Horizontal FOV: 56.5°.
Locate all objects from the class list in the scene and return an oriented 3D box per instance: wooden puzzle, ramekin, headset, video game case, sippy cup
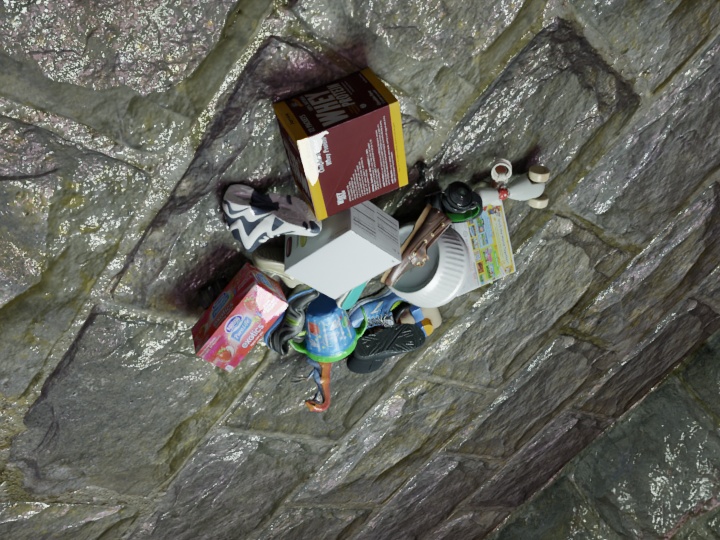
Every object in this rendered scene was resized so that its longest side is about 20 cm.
[{"bbox_3d":[0.127,0.146,1.824,0.199,0.046,0.186,-30,139,-3],"label":"wooden puzzle"},{"bbox_3d":[0.140,-0.018,1.538,0.200,0.201,0.105,-50,148,20],"label":"ramekin"},{"bbox_3d":[0.194,-0.170,1.521,0.123,0.095,0.199,-18,151,40],"label":"headset"},{"bbox_3d":[0.289,-0.060,1.659,0.181,0.023,0.202,-21,108,-17],"label":"video game case"},{"bbox_3d":[-0.082,0.129,1.621,0.178,0.139,0.131,-38,136,-33],"label":"sippy cup"}]

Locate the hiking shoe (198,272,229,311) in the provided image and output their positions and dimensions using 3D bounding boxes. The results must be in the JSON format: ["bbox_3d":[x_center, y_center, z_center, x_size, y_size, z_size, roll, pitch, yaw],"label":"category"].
[{"bbox_3d":[-0.259,0.077,1.491,0.101,0.076,0.200,-40,138,15],"label":"hiking shoe"}]

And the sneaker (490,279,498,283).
[{"bbox_3d":[0.278,-0.039,1.714,0.076,0.076,0.200,-49,118,-4],"label":"sneaker"}]

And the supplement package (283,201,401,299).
[{"bbox_3d":[-0.040,-0.050,1.409,0.199,0.112,0.155,-30,137,33],"label":"supplement package"}]

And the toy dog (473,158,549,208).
[{"bbox_3d":[0.357,-0.205,1.598,0.198,0.097,0.133,10,117,-22],"label":"toy dog"}]

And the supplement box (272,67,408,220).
[{"bbox_3d":[-0.034,-0.238,1.273,0.199,0.133,0.198,-24,139,-10],"label":"supplement box"}]

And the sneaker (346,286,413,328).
[{"bbox_3d":[0.047,0.109,1.703,0.199,0.089,0.079,-33,139,4],"label":"sneaker"}]

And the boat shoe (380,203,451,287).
[{"bbox_3d":[0.120,-0.045,1.431,0.201,0.070,0.070,-56,177,-2],"label":"boat shoe"}]

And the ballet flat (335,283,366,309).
[{"bbox_3d":[0.000,0.000,1.524,0.069,0.070,0.200,17,121,-42],"label":"ballet flat"}]

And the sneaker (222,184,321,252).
[{"bbox_3d":[-0.182,-0.086,1.344,0.197,0.080,0.130,12,140,-9],"label":"sneaker"}]

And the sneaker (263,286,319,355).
[{"bbox_3d":[-0.146,0.114,1.540,0.200,0.083,0.071,-55,163,23],"label":"sneaker"}]

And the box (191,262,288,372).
[{"bbox_3d":[-0.256,0.099,1.405,0.095,0.100,0.200,35,101,-33],"label":"box"}]

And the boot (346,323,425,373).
[{"bbox_3d":[0.063,0.210,1.782,0.198,0.077,0.168,-13,160,-11],"label":"boot"}]

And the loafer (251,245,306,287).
[{"bbox_3d":[-0.158,-0.001,1.476,0.199,0.076,0.069,14,117,-41],"label":"loafer"}]

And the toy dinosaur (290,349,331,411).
[{"bbox_3d":[-0.106,0.255,1.682,0.105,0.182,0.200,18,119,-42],"label":"toy dinosaur"}]
